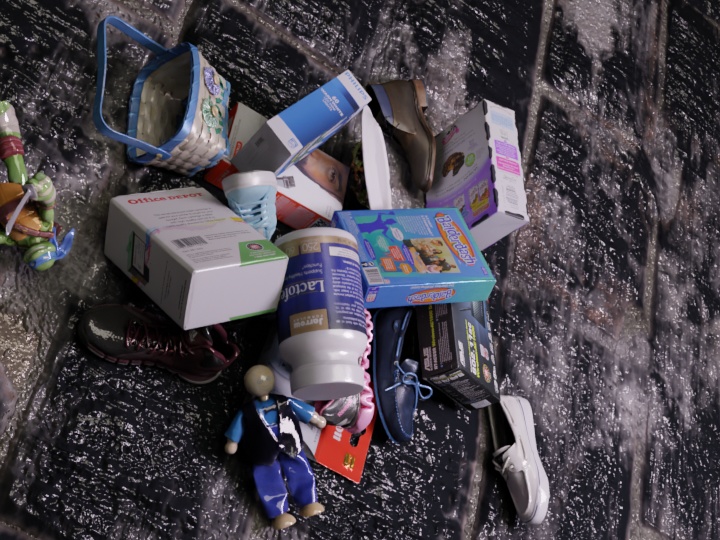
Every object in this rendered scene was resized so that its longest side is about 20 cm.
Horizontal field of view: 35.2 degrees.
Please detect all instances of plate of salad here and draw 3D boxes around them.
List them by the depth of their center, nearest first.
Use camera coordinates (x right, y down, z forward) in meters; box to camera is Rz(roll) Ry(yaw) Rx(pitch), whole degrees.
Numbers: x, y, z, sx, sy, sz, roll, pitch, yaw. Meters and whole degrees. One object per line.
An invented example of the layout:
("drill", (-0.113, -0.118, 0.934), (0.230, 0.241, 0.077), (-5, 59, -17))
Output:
("plate of salad", (0.012, -0.146, 1.701), (0.200, 0.047, 0.203), (-6, 90, -81))

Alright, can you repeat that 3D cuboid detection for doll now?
("doll", (-0.104, 0.216, 1.437), (0.135, 0.048, 0.202), (-18, 94, -18))

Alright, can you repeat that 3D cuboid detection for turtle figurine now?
("turtle figurine", (-0.429, -0.093, 1.315), (0.199, 0.144, 0.196), (-13, 72, -45))

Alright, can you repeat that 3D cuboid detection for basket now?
("basket", (-0.269, -0.229, 1.512), (0.199, 0.138, 0.178), (20, 57, -41))

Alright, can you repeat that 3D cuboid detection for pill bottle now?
("pill bottle", (-0.051, 0.057, 1.443), (0.115, 0.115, 0.202), (7, 66, -35))

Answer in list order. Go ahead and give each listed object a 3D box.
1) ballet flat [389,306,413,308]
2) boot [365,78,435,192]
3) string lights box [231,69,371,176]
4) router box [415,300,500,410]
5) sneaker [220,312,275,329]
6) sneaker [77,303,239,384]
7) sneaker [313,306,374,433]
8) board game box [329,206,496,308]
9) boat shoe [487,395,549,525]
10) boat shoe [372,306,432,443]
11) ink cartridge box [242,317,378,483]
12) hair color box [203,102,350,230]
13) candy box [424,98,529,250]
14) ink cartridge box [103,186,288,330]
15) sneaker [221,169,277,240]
("ballet flat", (0.000, 0.000, 1.670), (0.199, 0.076, 0.064), (33, 20, -26))
("boot", (0.063, -0.219, 1.833), (0.096, 0.075, 0.202), (1, 65, -18))
("string lights box", (-0.081, -0.198, 1.586), (0.059, 0.103, 0.200), (50, 46, -1))
("router box", (0.141, 0.087, 1.679), (0.150, 0.062, 0.202), (38, 40, -50))
("sneaker", (-0.156, 0.025, 1.536), (0.198, 0.073, 0.083), (-7, 29, -28))
("sneaker", (-0.237, 0.076, 1.394), (0.198, 0.115, 0.077), (19, 62, -30))
("sneaker", (-0.037, 0.114, 1.514), (0.095, 0.079, 0.202), (8, 68, -36))
("board game box", (0.071, -0.021, 1.590), (0.198, 0.045, 0.153), (-3, 46, -23))
("boat shoe", (0.229, 0.279, 1.696), (0.065, 0.072, 0.202), (11, 60, -29))
("boat shoe", (0.057, 0.141, 1.613), (0.084, 0.068, 0.202), (36, 44, -61))
("ink cartridge box", (-0.053, 0.172, 1.541), (0.199, 0.047, 0.161), (32, 51, -19))
("hair color box", (-0.118, -0.141, 1.640), (0.199, 0.064, 0.112), (29, 51, -25))
("candy box", (0.177, -0.140, 1.801), (0.071, 0.167, 0.202), (13, 60, -33))
("ink cartridge box", (-0.210, -0.020, 1.423), (0.144, 0.085, 0.200), (-10, 35, -41))
("sneaker", (-0.139, -0.074, 1.511), (0.073, 0.200, 0.083), (-13, 78, -2))
